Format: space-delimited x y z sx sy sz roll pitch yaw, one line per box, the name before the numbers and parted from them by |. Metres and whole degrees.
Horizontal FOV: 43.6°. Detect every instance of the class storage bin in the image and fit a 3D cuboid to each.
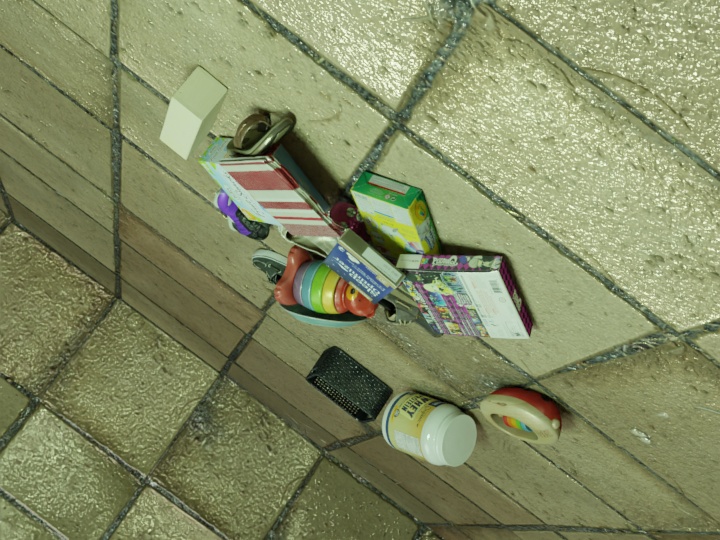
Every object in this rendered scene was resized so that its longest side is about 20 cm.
storage bin | -0.031 0.300 2.350 0.199 0.094 0.135 39 159 -6

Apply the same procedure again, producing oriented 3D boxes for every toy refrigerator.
toy refrigerator | -0.294 -0.271 1.558 0.070 0.076 0.200 38 160 -7

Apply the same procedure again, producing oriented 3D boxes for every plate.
plate | -0.075 0.089 1.885 0.197 0.026 0.200 8 -168 -2

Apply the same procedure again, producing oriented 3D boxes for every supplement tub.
supplement tub | 0.163 0.377 2.139 0.199 0.145 0.145 11 149 47

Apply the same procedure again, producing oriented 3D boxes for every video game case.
video game case | 0.174 0.044 1.488 0.179 0.036 0.200 1 145 29

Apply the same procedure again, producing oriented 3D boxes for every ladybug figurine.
ladybug figurine | 0.325 0.283 1.785 0.136 0.072 0.199 48 157 -28

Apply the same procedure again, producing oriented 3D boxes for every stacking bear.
stacking bear | -0.052 0.037 1.806 0.198 0.123 0.114 14 166 27

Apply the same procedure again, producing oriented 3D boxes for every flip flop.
flip flop | -0.177 -0.228 1.486 0.058 0.081 0.199 59 158 -19

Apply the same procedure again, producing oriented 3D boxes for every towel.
towel | -0.132 -0.123 1.501 0.143 0.023 0.200 5 148 48

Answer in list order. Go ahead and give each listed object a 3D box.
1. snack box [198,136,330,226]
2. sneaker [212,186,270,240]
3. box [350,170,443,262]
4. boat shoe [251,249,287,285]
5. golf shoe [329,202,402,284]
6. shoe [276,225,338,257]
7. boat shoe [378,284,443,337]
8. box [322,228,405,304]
snack box | -0.175 -0.156 1.630 0.199 0.068 0.169 14 152 47
sneaker | -0.222 -0.117 1.790 0.099 0.070 0.200 31 168 16
box | 0.066 -0.069 1.472 0.116 0.049 0.201 22 153 30
boat shoe | -0.177 0.005 1.994 0.199 0.057 0.069 18 153 39
golf shoe | -0.001 -0.043 1.597 0.200 0.076 0.091 49 159 -29
shoe | -0.117 -0.079 1.725 0.198 0.054 0.070 25 157 27
boat shoe | 0.075 0.070 1.715 0.199 0.074 0.074 39 159 -7
box | 0.000 0.000 1.525 0.121 0.033 0.200 39 165 -1
